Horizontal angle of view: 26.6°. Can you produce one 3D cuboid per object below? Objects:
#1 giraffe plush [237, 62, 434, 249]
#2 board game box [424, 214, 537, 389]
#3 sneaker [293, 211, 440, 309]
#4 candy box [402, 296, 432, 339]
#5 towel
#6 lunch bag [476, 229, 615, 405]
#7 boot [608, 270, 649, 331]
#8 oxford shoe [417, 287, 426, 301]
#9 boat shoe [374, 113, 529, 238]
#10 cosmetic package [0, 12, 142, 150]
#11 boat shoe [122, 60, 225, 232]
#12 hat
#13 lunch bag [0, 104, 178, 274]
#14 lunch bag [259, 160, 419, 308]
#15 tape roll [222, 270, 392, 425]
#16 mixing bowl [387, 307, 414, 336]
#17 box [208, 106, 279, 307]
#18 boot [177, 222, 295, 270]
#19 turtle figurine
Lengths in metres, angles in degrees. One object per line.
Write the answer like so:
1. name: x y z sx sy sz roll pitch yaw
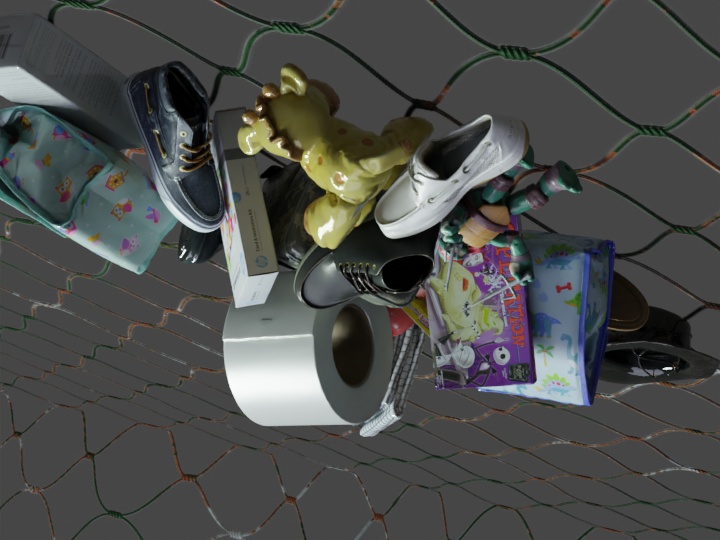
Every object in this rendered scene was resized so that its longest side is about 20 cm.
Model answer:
1. giraffe plush: -0.041 -0.133 1.601 0.162 0.173 0.200 40 -168 2
2. board game box: 0.136 0.036 1.763 0.120 0.201 0.032 -6 -176 14
3. sneaker: 0.000 0.000 1.682 0.200 0.106 0.075 -35 117 26
4. candy box: 0.132 0.061 2.036 0.200 0.026 0.102 6 -145 -52
5. towel: 0.027 0.135 2.256 0.085 0.200 0.166 20 161 -8
6. lunch bag: 0.207 0.055 1.826 0.170 0.201 0.127 8 -170 26
7. boot: 0.286 0.047 1.961 0.200 0.074 0.155 23 164 25
8. oxford shoe: 0.153 0.018 2.000 0.200 0.071 0.073 13 139 -36
9. boat shoe: 0.080 -0.106 1.584 0.200 0.071 0.069 -37 142 29
10. cosmetic package: -0.340 -0.213 1.748 0.101 0.074 0.200 3 160 39
11. boat shoe: -0.195 -0.137 1.713 0.091 0.071 0.201 -11 110 52
12. hat: 0.373 0.090 2.000 0.200 0.081 0.201 4 163 1
13. lunch bag: -0.335 -0.101 1.771 0.200 0.122 0.170 32 177 31
14. lunch bag: -0.025 -0.050 1.838 0.200 0.140 0.168 23 174 -21
15. tape roll: -0.065 0.099 1.957 0.139 0.203 0.203 -4 154 31
16. mixing bowl: 0.012 0.027 2.094 0.200 0.109 0.200 16 162 5
17. box: -0.141 -0.071 1.792 0.041 0.201 0.156 -11 168 -13
18. boot: -0.143 -0.046 1.946 0.168 0.077 0.200 22 -156 -14
19. turtle figurine: 0.140 -0.051 1.654 0.149 0.101 0.200 11 131 -40
